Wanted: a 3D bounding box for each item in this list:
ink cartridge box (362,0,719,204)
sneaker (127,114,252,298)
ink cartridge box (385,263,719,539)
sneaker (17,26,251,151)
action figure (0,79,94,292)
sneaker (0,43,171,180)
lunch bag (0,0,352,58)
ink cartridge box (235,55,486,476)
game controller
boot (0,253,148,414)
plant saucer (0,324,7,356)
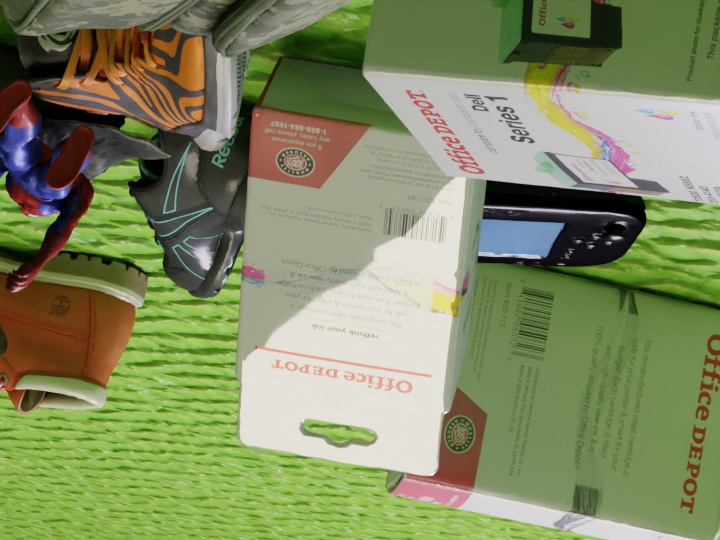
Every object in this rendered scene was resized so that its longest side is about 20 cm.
[{"bbox_3d":[0.116,-0.091,1.303,0.199,0.085,0.145,7,165,19],"label":"ink cartridge box"},{"bbox_3d":[-0.091,-0.047,1.691,0.079,0.076,0.200,22,156,-6],"label":"sneaker"},{"bbox_3d":[0.128,0.085,1.844,0.199,0.148,0.083,13,167,-5],"label":"ink cartridge box"},{"bbox_3d":[-0.110,-0.105,1.437,0.111,0.078,0.200,11,166,-5],"label":"sneaker"},{"bbox_3d":[-0.180,-0.032,1.517,0.065,0.099,0.200,38,174,0],"label":"action figure"},{"bbox_3d":[-0.181,-0.075,1.642,0.104,0.060,0.200,22,160,-21],"label":"sneaker"},{"bbox_3d":[-0.034,-0.159,1.075,0.167,0.140,0.200,-1,171,-20],"label":"lunch bag"},{"bbox_3d":[0.000,0.000,1.539,0.116,0.201,0.068,10,-150,7],"label":"ink cartridge box"},{"bbox_3d":[0.052,-0.027,1.619,0.198,0.042,0.104,3,154,-6],"label":"game controller"},{"bbox_3d":[-0.247,0.042,2.055,0.199,0.108,0.075,5,166,29],"label":"boot"},{"bbox_3d":[-0.275,0.017,1.501,0.199,0.030,0.200,8,-171,-1],"label":"plant saucer"}]
